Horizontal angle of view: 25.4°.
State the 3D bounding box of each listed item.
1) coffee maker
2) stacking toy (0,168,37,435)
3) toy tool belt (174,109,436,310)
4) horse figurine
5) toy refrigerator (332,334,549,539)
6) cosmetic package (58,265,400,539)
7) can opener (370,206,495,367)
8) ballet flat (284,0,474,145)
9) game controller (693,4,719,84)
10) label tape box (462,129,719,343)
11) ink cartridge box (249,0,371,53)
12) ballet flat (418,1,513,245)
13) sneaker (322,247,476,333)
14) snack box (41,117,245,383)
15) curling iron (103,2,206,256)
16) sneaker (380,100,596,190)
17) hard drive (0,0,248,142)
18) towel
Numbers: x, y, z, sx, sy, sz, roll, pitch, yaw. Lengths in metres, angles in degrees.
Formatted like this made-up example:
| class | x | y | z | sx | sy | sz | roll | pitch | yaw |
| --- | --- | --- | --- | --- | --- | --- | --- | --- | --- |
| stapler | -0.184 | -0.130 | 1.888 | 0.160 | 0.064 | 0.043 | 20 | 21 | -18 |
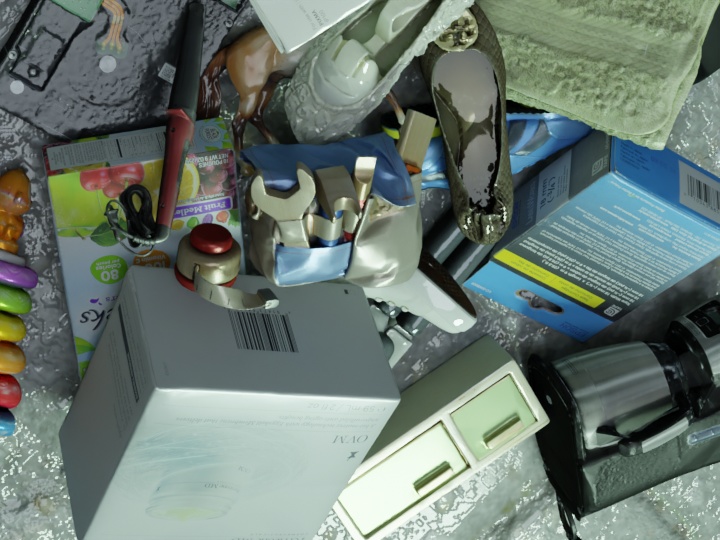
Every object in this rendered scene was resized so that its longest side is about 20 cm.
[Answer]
| class | x | y | z | sx | sy | sz | roll | pitch | yaw |
| --- | --- | --- | --- | --- | --- | --- | --- | --- | --- |
| coffee maker | 0.263 | 0.131 | 1.427 | 0.199 | 0.135 | 0.192 | -17 | 143 | -10 |
| stacking toy | -0.291 | 0.018 | 1.222 | 0.109 | 0.116 | 0.201 | 20 | 88 | -23 |
| toy tool belt | -0.039 | -0.057 | 1.168 | 0.199 | 0.125 | 0.123 | -9 | 127 | -27 |
| horse figurine | -0.047 | -0.151 | 1.250 | 0.199 | 0.050 | 0.133 | -13 | 98 | -5 |
| toy refrigerator | 0.058 | 0.150 | 1.385 | 0.200 | 0.070 | 0.076 | -34 | 115 | -5 |
| cosmetic package | -0.107 | 0.114 | 1.239 | 0.199 | 0.123 | 0.200 | 5 | 136 | -27 |
| can opener | 0.042 | 0.035 | 1.346 | 0.053 | 0.066 | 0.200 | 39 | 89 | -24 |
| ballet flat | 0.012 | -0.177 | 1.192 | 0.200 | 0.072 | 0.072 | -47 | 115 | 4 |
| game controller | 0.326 | -0.243 | 1.356 | 0.200 | 0.042 | 0.104 | -36 | 130 | -2 |
| label tape box | 0.202 | -0.030 | 1.357 | 0.144 | 0.064 | 0.200 | 26 | 140 | -24 |
| ink cartridge box | 0.001 | -0.255 | 1.114 | 0.200 | 0.147 | 0.083 | -31 | 119 | 6 |
| ballet flat | 0.085 | -0.117 | 1.244 | 0.067 | 0.046 | 0.201 | -8 | 103 | 1 |
| sneaker | 0.000 | 0.000 | 1.296 | 0.200 | 0.073 | 0.085 | 37 | 104 | 4 |
| snack box | -0.162 | -0.011 | 1.241 | 0.142 | 0.053 | 0.201 | -9 | 126 | -11 |
| curling iron | -0.141 | -0.107 | 1.162 | 0.049 | 0.026 | 0.201 | 16 | 73 | -7 |
| sneaker | 0.110 | -0.101 | 1.318 | 0.199 | 0.066 | 0.079 | -10 | 114 | -12 |
| hard drive | -0.179 | -0.186 | 1.208 | 0.139 | 0.038 | 0.200 | 28 | 99 | -24 |
| towel | 0.172 | -0.192 | 1.259 | 0.199 | 0.036 | 0.149 | 20 | 96 | 16 |
